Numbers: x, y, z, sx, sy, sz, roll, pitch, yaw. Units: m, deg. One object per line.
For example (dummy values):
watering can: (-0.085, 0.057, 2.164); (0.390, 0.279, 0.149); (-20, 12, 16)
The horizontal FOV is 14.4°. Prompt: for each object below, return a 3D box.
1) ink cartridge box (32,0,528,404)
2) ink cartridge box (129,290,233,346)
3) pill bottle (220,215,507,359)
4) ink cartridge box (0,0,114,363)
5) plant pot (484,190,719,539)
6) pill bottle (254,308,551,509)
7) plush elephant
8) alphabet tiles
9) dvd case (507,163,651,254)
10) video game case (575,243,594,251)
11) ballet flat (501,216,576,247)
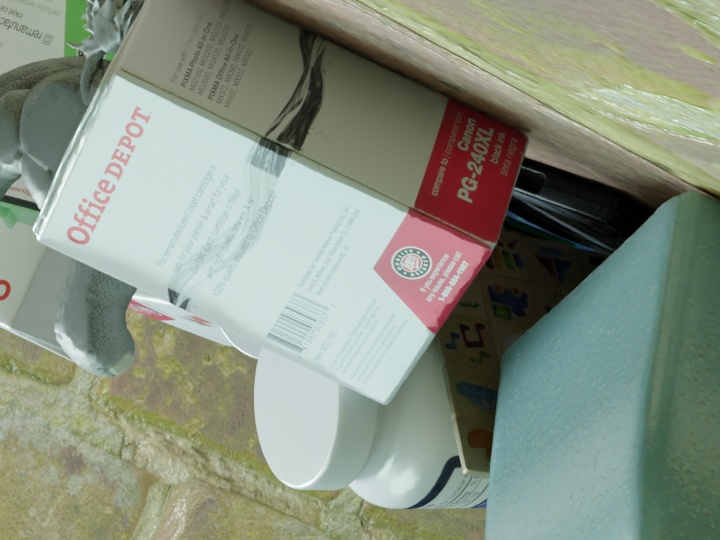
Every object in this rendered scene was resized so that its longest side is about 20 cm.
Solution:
ink cartridge box: (-0.041, -0.040, 1.385); (0.199, 0.084, 0.145); (26, 140, -7)
ink cartridge box: (-0.057, 0.006, 1.844); (0.199, 0.084, 0.145); (9, 169, 44)
pill bottle: (0.000, 0.000, 1.634); (0.104, 0.105, 0.200); (23, -161, 28)
ink cartridge box: (-0.190, -0.064, 1.707); (0.144, 0.201, 0.084); (22, 177, 38)
plant pot: (0.170, 0.122, 1.325); (0.195, 0.201, 0.196); (25, 145, -13)
pill bottle: (0.050, 0.069, 1.522); (0.199, 0.117, 0.116); (2, -170, -32)
plush elephant: (-0.115, -0.072, 1.544); (0.164, 0.201, 0.154); (38, -153, 27)
alphabet tiles: (0.115, 0.063, 1.478); (0.165, 0.006, 0.201); (11, -133, -26)
dvd case: (0.111, -0.033, 1.550); (0.142, 0.018, 0.199); (28, 177, -43)
video game case: (0.132, 0.002, 1.787); (0.199, 0.046, 0.181); (23, 177, 31)
ballet flat: (0.044, -0.018, 1.563); (0.199, 0.071, 0.071); (27, 177, -42)
